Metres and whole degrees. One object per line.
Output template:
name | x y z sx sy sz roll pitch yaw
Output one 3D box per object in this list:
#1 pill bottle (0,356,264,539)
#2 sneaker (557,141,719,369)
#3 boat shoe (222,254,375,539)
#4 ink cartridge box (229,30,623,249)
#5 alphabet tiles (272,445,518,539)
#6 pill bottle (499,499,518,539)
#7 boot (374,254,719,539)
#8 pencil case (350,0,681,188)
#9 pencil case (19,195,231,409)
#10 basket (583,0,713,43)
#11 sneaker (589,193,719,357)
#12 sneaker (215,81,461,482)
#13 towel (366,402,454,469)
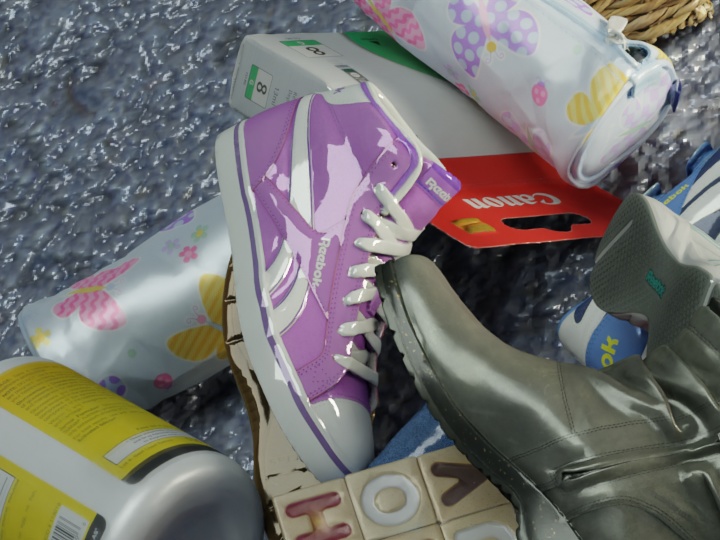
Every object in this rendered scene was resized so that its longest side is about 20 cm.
pill bottle | -0.151 0.110 1.288 0.199 0.112 0.112 25 68 38
sneaker | 0.173 -0.021 1.314 0.082 0.074 0.200 20 64 39
boat shoe | -0.026 0.058 1.318 0.072 0.065 0.202 -10 71 9
ink cartridge box | 0.052 -0.075 1.370 0.160 0.050 0.199 -6 26 -42
alphabet tiles | 0.038 0.169 1.069 0.166 0.008 0.201 -15 62 -8
pill bottle | 0.118 0.131 1.157 0.198 0.113 0.113 -6 49 -1
boot | 0.103 0.051 1.074 0.130 0.068 0.201 -35 73 4
pencil case | 0.073 -0.131 1.358 0.083 0.091 0.200 -40 65 -21
pencil case | -0.088 0.009 1.403 0.199 0.083 0.091 -31 32 0
basket | 0.104 -0.232 1.466 0.142 0.149 0.201 -18 49 13
sneaker | 0.166 0.028 1.165 0.071 0.080 0.201 -62 19 21
sneaker | 0.000 0.000 1.247 0.114 0.073 0.202 -20 68 16
towel | 0.009 0.143 1.236 0.200 0.112 0.048 -44 60 -12
